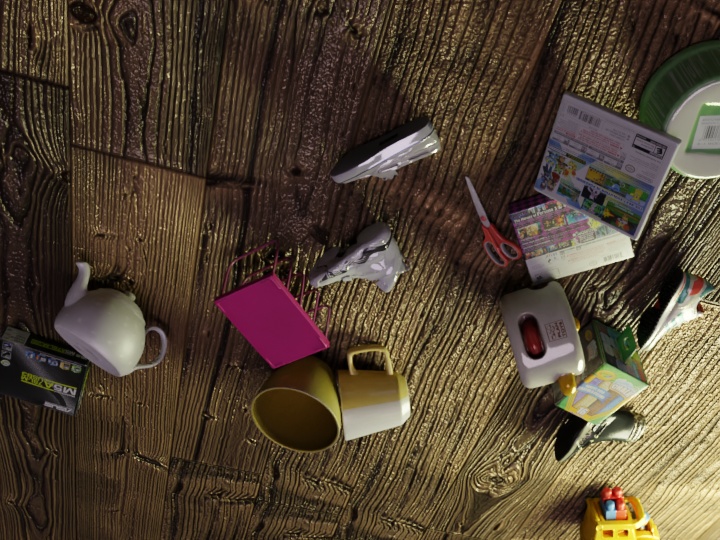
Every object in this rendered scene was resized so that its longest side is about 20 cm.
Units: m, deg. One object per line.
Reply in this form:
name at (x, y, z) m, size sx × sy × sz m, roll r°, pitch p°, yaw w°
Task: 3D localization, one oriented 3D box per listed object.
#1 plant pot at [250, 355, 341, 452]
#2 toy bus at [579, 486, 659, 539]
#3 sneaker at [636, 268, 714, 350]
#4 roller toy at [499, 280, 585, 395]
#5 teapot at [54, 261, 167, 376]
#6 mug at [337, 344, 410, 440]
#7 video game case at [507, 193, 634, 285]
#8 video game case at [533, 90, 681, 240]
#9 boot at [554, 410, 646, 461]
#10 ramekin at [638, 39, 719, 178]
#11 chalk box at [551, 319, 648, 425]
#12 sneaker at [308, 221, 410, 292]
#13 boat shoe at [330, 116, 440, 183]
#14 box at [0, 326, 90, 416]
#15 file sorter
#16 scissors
plant pot at (-0.123, 0.271, 1.576) m, size 0.194 × 0.144 × 0.204 m, roll 9°, pitch 131°, yaw 10°
toy bus at (0.678, 0.647, 1.882) m, size 0.194 × 0.136 × 0.197 m, roll -2°, pitch 115°, yaw 2°
sneaker at (0.623, 0.091, 1.438) m, size 0.091 × 0.071 × 0.203 m, roll 14°, pitch 127°, yaw -1°
roller toy at (0.355, 0.123, 1.400) m, size 0.136 × 0.202 × 0.185 m, roll -17°, pitch 127°, yaw 11°
teapot at (-0.505, 0.109, 1.478) m, size 0.194 × 0.147 × 0.201 m, roll 29°, pitch 154°, yaw 12°
mug at (0.030, 0.274, 1.586) m, size 0.149 × 0.152 × 0.189 m, roll -6°, pitch 137°, yaw -2°
video game case at (0.388, -0.073, 1.337) m, size 0.195 × 0.036 × 0.183 m, roll -17°, pitch 127°, yaw 17°
video game case at (0.396, -0.171, 1.191) m, size 0.198 × 0.022 × 0.186 m, roll 31°, pitch 134°, yaw 24°
boot at (0.553, 0.387, 1.692) m, size 0.150 × 0.074 × 0.207 m, roll 12°, pitch 129°, yaw -10°
ramekin at (0.549, -0.244, 1.142) m, size 0.194 × 0.099 × 0.204 m, roll 1°, pitch 130°, yaw 2°
chalk box at (0.501, 0.198, 1.502) m, size 0.122 × 0.126 × 0.201 m, roll 26°, pitch 128°, yaw -18°
sneaker at (0.000, 0.000, 1.394) m, size 0.197 × 0.076 × 0.115 m, roll -31°, pitch 120°, yaw 22°
boat shoe at (0.043, -0.186, 1.237) m, size 0.196 × 0.074 × 0.066 m, roll -22°, pitch 122°, yaw 22°
box at (-0.723, 0.232, 1.651) m, size 0.196 × 0.048 × 0.195 m, roll 21°, pitch 126°, yaw -13°
file sorter at (-0.163, 0.063, 1.424) m, size 0.136 × 0.127 × 0.201 m, roll -22°, pitch 125°, yaw 22°
scissors at (0.227, -0.086, 1.346) m, size 0.201 × 0.014 × 0.072 m, roll 50°, pitch 146°, yaw -19°
